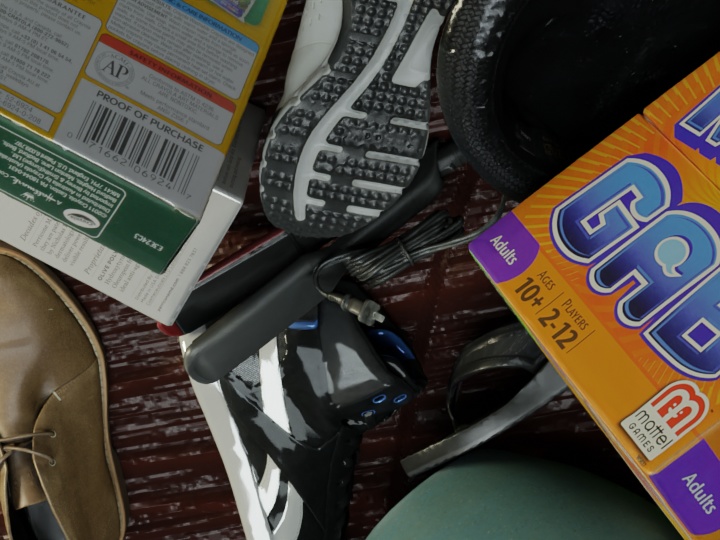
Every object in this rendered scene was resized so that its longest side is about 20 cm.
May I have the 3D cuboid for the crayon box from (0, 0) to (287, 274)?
[{"bbox_3d":[-0.108,-0.108,1.162,0.126,0.200,0.052,28,139,-10],"label":"crayon box"}]

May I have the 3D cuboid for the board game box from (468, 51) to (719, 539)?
[{"bbox_3d":[0.207,0.038,1.113,0.200,0.200,0.200,-37,124,2],"label":"board game box"}]

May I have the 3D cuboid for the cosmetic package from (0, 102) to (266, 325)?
[{"bbox_3d":[-0.154,-0.072,1.219,0.200,0.108,0.085,27,118,-9],"label":"cosmetic package"}]

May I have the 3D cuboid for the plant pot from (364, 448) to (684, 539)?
[{"bbox_3d":[0.074,0.171,1.303,0.135,0.200,0.200,49,115,18],"label":"plant pot"}]

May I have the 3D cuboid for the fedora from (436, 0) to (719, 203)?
[{"bbox_3d":[0.121,-0.124,1.171,0.200,0.092,0.201,-10,125,-14],"label":"fedora"}]

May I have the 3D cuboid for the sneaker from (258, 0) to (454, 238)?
[{"bbox_3d":[0.003,-0.107,1.207,0.074,0.080,0.200,15,116,-16],"label":"sneaker"}]

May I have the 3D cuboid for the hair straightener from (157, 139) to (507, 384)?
[{"bbox_3d":[0.000,0.000,1.250,0.200,0.077,0.041,-29,144,-6],"label":"hair straightener"}]

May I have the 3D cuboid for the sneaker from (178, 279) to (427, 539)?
[{"bbox_3d":[-0.010,0.094,1.314,0.112,0.073,0.200,-15,114,13],"label":"sneaker"}]

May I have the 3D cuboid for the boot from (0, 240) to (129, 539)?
[{"bbox_3d":[-0.167,0.080,1.318,0.074,0.075,0.200,-11,115,11],"label":"boot"}]

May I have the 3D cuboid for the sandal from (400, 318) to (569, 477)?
[{"bbox_3d":[0.098,0.036,1.289,0.200,0.075,0.048,-36,85,12],"label":"sandal"}]
